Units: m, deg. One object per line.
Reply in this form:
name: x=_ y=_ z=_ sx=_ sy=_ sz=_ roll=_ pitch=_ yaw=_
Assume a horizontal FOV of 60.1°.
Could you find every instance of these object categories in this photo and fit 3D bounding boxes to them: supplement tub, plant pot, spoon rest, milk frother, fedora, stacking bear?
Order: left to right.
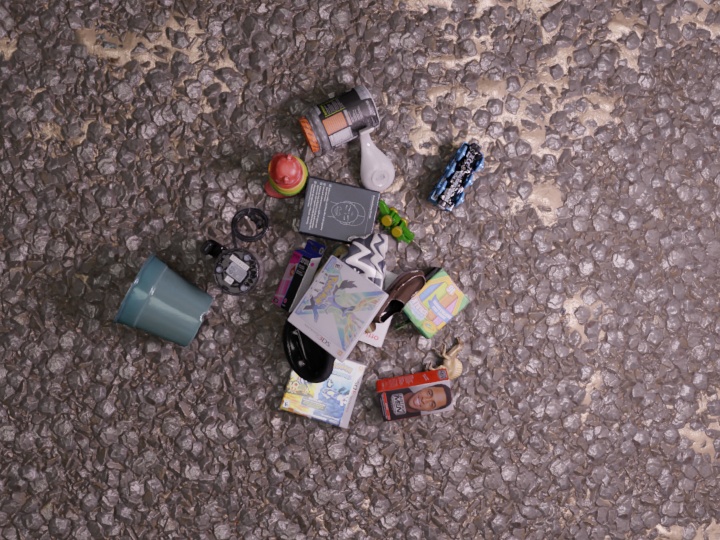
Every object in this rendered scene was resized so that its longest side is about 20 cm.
plant pot: x=-0.500 y=0.091 z=1.613 sx=0.194 sy=0.200 sz=0.202 roll=30 pitch=89 yaw=-12
milk frother: x=-0.296 y=-0.049 z=1.619 sx=0.199 sy=0.188 sz=0.182 roll=-36 pitch=95 yaw=-3
stacking bear: x=-0.192 y=-0.252 z=1.617 sx=0.112 sy=0.200 sz=0.123 roll=14 pitch=90 yaw=-5
fedora: x=-0.116 y=0.189 z=1.637 sx=0.198 sy=0.091 sz=0.204 roll=8 pitch=103 yaw=36
supplement tub: x=-0.058 y=-0.401 z=1.664 sx=0.198 sy=0.123 sz=0.124 roll=-25 pitch=93 yaw=-4
spoon rest: x=0.035 y=-0.300 z=1.678 sx=0.098 sy=0.061 sz=0.202 roll=-23 pitch=129 yaw=-6

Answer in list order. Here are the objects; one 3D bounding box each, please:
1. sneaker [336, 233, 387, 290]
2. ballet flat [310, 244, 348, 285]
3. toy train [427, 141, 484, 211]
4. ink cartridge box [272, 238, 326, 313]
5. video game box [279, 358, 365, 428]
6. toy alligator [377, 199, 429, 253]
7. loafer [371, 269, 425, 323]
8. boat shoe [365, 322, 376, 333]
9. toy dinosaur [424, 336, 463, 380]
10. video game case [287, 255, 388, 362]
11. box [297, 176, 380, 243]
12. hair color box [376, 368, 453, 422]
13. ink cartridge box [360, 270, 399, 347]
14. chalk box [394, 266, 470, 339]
sneaker: x=0.000 y=0.000 z=1.617 sx=0.127 sy=0.080 sz=0.202 roll=7 pitch=111 yaw=9
ballet flat: x=-0.089 y=0.018 z=1.693 sx=0.071 sy=0.071 sz=0.200 roll=42 pitch=85 yaw=-4
toy train: x=0.261 y=-0.255 z=1.697 sx=0.086 sy=0.114 sz=0.202 roll=30 pitch=89 yaw=-8
ink cartridge box: x=-0.165 y=0.012 z=1.679 sx=0.037 sy=0.094 sz=0.202 roll=27 pitch=88 yaw=-39
video game box: x=-0.103 y=0.317 z=1.715 sx=0.197 sy=0.047 sz=0.185 roll=17 pitch=87 yaw=-5
toy alligator: x=0.106 y=-0.109 z=1.722 sx=0.200 sy=0.059 sz=0.054 roll=47 pitch=131 yaw=-9
loafer: x=0.098 y=0.075 z=1.582 sx=0.199 sy=0.071 sz=0.074 roll=-38 pitch=133 yaw=-18
boat shoe: x=-0.033 y=0.083 z=1.628 sx=0.076 sy=0.072 sz=0.202 roll=-31 pitch=84 yaw=12
toy dinosaur: x=0.233 y=0.278 z=1.734 sx=0.100 sy=0.058 sz=0.203 roll=17 pitch=90 yaw=-6
video game case: x=-0.058 y=0.093 z=1.544 sx=0.181 sy=0.022 sz=0.201 roll=34 pitch=87 yaw=19
box: x=-0.059 y=-0.154 z=1.677 sx=0.197 sy=0.107 sz=0.151 roll=12 pitch=90 yaw=-4
hair color box: x=0.148 y=0.341 z=1.702 sx=0.197 sy=0.061 sz=0.103 roll=-11 pitch=112 yaw=3
ink cartridge box: x=0.021 y=0.087 z=1.699 sx=0.146 sy=0.086 sz=0.203 roll=22 pitch=90 yaw=-4
chalk box: x=0.177 y=0.102 z=1.694 sx=0.200 sy=0.125 sz=0.124 roll=-42 pitch=94 yaw=-1
